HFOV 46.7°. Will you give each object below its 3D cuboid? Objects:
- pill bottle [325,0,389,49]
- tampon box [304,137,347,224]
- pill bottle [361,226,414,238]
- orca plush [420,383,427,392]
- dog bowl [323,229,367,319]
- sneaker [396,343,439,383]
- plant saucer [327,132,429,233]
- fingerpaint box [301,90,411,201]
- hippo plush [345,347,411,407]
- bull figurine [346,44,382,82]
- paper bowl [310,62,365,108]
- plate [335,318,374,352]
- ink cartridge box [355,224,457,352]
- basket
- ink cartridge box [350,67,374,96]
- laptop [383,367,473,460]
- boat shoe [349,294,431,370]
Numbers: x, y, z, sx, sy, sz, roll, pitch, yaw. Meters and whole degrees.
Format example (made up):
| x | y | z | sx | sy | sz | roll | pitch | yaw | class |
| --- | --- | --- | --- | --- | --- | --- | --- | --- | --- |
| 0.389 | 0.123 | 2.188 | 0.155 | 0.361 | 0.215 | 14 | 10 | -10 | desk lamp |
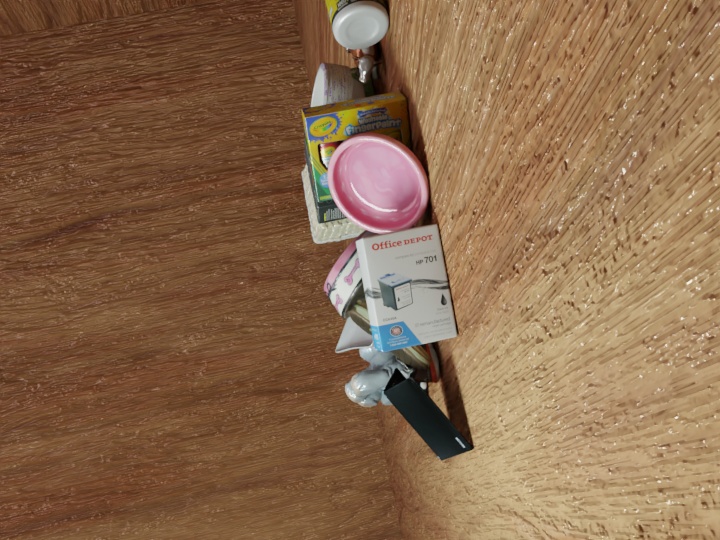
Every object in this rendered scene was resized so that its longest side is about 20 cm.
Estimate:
| x | y | z | sx | sy | sz | roll | pitch | yaw | class |
| --- | --- | --- | --- | --- | --- | --- | --- | --- | --- |
| -0.017 | -0.542 | 1.614 | 0.113 | 0.110 | 0.204 | 89 | 168 | -63 | pill bottle |
| -0.009 | -0.201 | 1.732 | 0.126 | 0.195 | 0.154 | 103 | 156 | -78 | tampon box |
| 0.079 | 0.014 | 1.624 | 0.112 | 0.110 | 0.203 | -112 | 2 | -65 | pill bottle |
| 0.116 | 0.250 | 1.965 | 0.106 | 0.069 | 0.204 | -108 | 9 | -54 | orca plush |
| 0.000 | 0.000 | 1.750 | 0.073 | 0.201 | 0.201 | 37 | 163 | 12 | dog bowl |
| 0.111 | 0.161 | 1.784 | 0.202 | 0.080 | 0.078 | -107 | 8 | -52 | sneaker |
| 0.036 | -0.165 | 1.529 | 0.051 | 0.196 | 0.204 | -57 | -32 | -48 | plant saucer |
| -0.003 | -0.238 | 1.596 | 0.074 | 0.195 | 0.170 | -111 | 12 | -64 | fingerpaint box |
| 0.039 | 0.200 | 1.875 | 0.200 | 0.156 | 0.164 | -48 | 46 | 49 | hippo plush |
| 0.003 | -0.478 | 1.787 | 0.122 | 0.064 | 0.204 | 88 | 170 | -69 | bull figurine |
| -0.050 | -0.351 | 1.847 | 0.200 | 0.102 | 0.206 | -175 | 90 | -78 | paper bowl |
| 0.027 | 0.090 | 1.852 | 0.199 | 0.032 | 0.203 | -20 | 44 | 63 | plate |
| 0.081 | 0.030 | 1.493 | 0.086 | 0.143 | 0.205 | -178 | 77 | -83 | ink cartridge box |
| -0.039 | -0.191 | 2.119 | 0.161 | 0.193 | 0.205 | 131 | 128 | -81 | basket |
| -0.001 | -0.416 | 1.981 | 0.104 | 0.058 | 0.205 | 99 | 160 | -76 | ink cartridge box |
| 0.138 | 0.265 | 1.622 | 0.178 | 0.103 | 0.200 | 49 | -160 | -2 | laptop |
| 0.074 | 0.120 | 1.709 | 0.199 | 0.076 | 0.072 | 39 | 157 | 6 | boat shoe |
